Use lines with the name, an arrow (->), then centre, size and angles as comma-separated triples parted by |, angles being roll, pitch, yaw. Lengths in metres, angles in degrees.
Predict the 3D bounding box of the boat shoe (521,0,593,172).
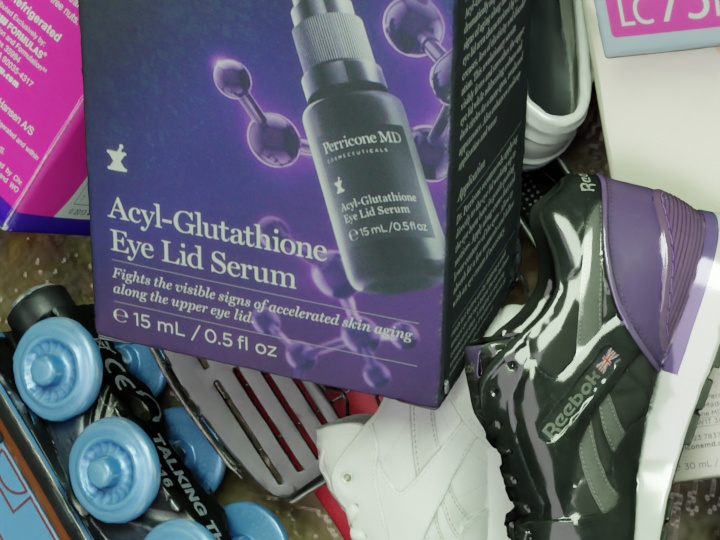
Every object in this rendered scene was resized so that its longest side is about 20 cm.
boat shoe -> 0.061, -0.144, 0.843 | 0.073, 0.065, 0.202 | -10, 80, -21

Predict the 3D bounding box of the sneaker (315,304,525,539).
sneaker -> 0.026, 0.108, 0.849 | 0.099, 0.075, 0.202 | 9, 90, 8

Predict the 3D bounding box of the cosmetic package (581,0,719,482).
cosmetic package -> 0.144, -0.025, 0.841 | 0.070, 0.105, 0.202 | -9, 97, 15

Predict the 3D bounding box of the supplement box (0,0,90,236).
supplement box -> -0.104, -0.124, 0.891 | 0.103, 0.101, 0.201 | 42, 106, 21

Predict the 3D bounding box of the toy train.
toy train -> -0.117, 0.106, 0.933 | 0.114, 0.087, 0.201 | -40, 74, 21

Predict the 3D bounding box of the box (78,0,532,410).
box -> -0.019, -0.069, 0.771 | 0.147, 0.104, 0.202 | 10, 120, 18

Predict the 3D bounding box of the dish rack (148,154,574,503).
dish rack -> 0.000, 0.000, 0.897 | 0.199, 0.055, 0.154 | -34, 87, 5

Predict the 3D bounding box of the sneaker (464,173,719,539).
sneaker -> 0.070, 0.064, 0.764 | 0.087, 0.076, 0.202 | 18, 86, -9

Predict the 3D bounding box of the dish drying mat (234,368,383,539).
dish drying mat -> -0.026, 0.028, 0.942 | 0.077, 0.018, 0.201 | -34, 88, 17

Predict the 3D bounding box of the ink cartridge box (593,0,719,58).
ink cartridge box -> 0.123, -0.179, 0.718 | 0.119, 0.042, 0.202 | -1, 105, 39
